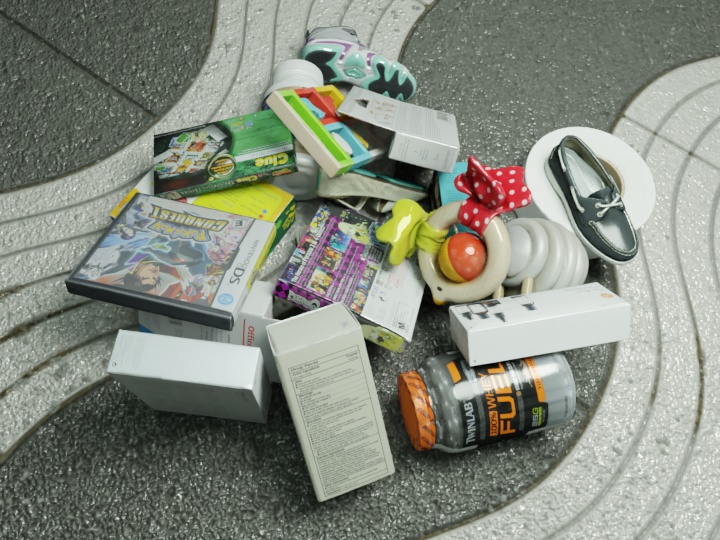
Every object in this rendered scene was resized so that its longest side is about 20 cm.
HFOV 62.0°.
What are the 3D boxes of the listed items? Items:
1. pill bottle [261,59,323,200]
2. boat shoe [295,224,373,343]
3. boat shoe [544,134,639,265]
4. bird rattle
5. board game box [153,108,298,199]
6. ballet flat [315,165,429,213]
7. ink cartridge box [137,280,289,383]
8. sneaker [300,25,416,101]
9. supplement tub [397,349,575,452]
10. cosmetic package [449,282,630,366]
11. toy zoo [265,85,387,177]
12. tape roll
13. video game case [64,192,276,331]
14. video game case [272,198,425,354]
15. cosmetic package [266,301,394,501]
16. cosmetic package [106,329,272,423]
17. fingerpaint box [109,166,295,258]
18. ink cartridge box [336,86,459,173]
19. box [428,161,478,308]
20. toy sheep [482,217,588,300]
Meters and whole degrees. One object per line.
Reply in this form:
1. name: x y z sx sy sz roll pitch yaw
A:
1. pill bottle: -0.098 -0.218 0.917 0.110 0.111 0.201 0 65 -4
2. boat shoe: -0.031 0.021 0.847 0.067 0.057 0.200 -27 65 -35
3. boat shoe: 0.329 -0.101 0.846 0.075 0.060 0.200 -25 69 -15
4. bird rattle: 0.133 -0.043 0.768 0.200 0.113 0.164 -21 82 30
5. board game box: -0.189 -0.163 0.833 0.199 0.023 0.105 -11 63 5
6. ballet flat: 0.015 -0.117 0.888 0.199 0.063 0.067 9 17 -36
7. ink cartridge box: -0.176 0.068 0.772 0.199 0.116 0.068 12 38 1
8. sneaker: -0.001 -0.363 1.013 0.199 0.078 0.140 16 44 -19
9. supplement tub: 0.155 0.157 0.759 0.199 0.123 0.123 -12 67 -9
10. cosmetic package: 0.217 0.063 0.738 0.199 0.083 0.051 -9 111 -5
11. toy zoo: -0.033 -0.201 0.839 0.131 0.020 0.200 49 30 1
12. tape roll: 0.342 -0.120 0.927 0.202 0.071 0.203 2 66 -4
13. video game case: -0.225 -0.019 0.747 0.199 0.026 0.181 13 43 3
14. video game case: 0.000 0.000 0.808 0.181 0.036 0.200 25 40 -3
15. cosmetic package: -0.035 0.153 0.706 0.103 0.087 0.201 -16 111 -11
16. cosmetic package: -0.187 0.131 0.703 0.150 0.200 0.052 9 66 -1
17. fingerpaint box: -0.221 -0.075 0.864 0.200 0.073 0.167 29 66 10
18. ink cartridge box: 0.057 -0.216 0.901 0.176 0.045 0.200 16 27 -1
19. box: 0.138 -0.053 0.875 0.049 0.082 0.201 -2 65 -4
20. toy sheep: 0.242 -0.008 0.833 0.200 0.138 0.138 18 59 -37
